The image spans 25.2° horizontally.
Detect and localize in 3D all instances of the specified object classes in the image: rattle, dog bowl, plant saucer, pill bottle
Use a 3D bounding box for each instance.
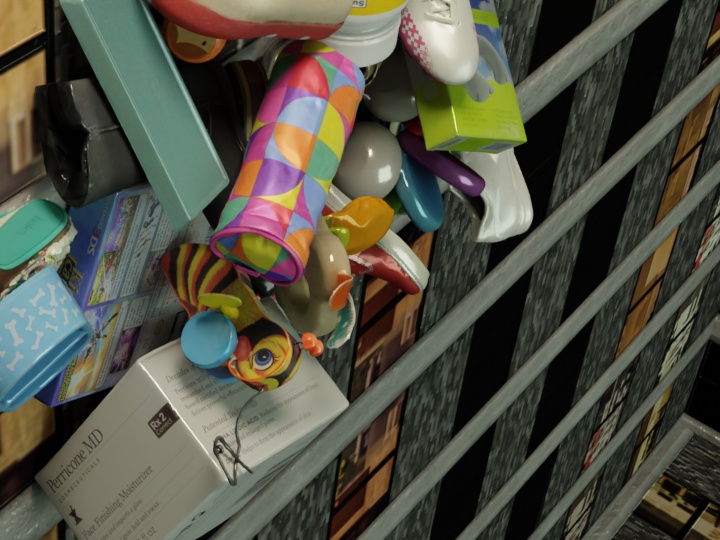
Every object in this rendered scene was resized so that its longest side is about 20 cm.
[{"bbox_3d":[0.000,0.000,1.427,0.141,0.200,0.132,5,93,-25],"label":"rattle"},{"bbox_3d":[-0.252,0.057,1.212,0.111,0.050,0.200,-43,179,-9],"label":"dog bowl"},{"bbox_3d":[-0.156,-0.131,1.205,0.070,0.019,0.201,-49,124,-42],"label":"plant saucer"},{"bbox_3d":[-0.005,-0.281,1.363,0.114,0.114,0.201,-41,151,-39],"label":"pill bottle"}]

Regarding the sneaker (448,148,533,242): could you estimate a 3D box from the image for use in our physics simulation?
[{"bbox_3d":[0.122,-0.128,1.764,0.088,0.202,0.075,-19,178,-35],"label":"sneaker"}]

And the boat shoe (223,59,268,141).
[{"bbox_3d":[-0.080,-0.123,1.418,0.067,0.073,0.201,-17,152,-7],"label":"boat shoe"}]

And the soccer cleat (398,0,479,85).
[{"bbox_3d":[0.059,-0.266,1.437,0.069,0.202,0.086,-15,166,-21],"label":"soccer cleat"}]

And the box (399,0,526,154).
[{"bbox_3d":[0.089,-0.215,1.543,0.121,0.047,0.202,-2,76,-51],"label":"box"}]

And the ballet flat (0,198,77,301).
[{"bbox_3d":[-0.283,0.014,1.174,0.199,0.075,0.064,-34,153,-44],"label":"ballet flat"}]

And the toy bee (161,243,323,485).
[{"bbox_3d":[-0.088,0.060,1.344,0.108,0.202,0.131,-23,178,7],"label":"toy bee"}]

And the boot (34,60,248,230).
[{"bbox_3d":[-0.157,-0.079,1.256,0.065,0.167,0.200,-21,-179,28],"label":"boot"}]

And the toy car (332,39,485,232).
[{"bbox_3d":[0.068,-0.129,1.643,0.202,0.149,0.175,-66,157,5],"label":"toy car"}]

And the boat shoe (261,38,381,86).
[{"bbox_3d":[-0.014,-0.197,1.496,0.200,0.071,0.076,-40,150,-40],"label":"boat shoe"}]

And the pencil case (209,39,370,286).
[{"bbox_3d":[-0.056,-0.087,1.283,0.089,0.087,0.202,81,23,-57],"label":"pencil case"}]

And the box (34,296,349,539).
[{"bbox_3d":[-0.151,0.153,1.457,0.199,0.131,0.199,-46,168,35],"label":"box"}]

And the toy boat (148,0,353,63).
[{"bbox_3d":[-0.105,-0.214,1.245,0.131,0.131,0.199,-44,165,25],"label":"toy boat"}]

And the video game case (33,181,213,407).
[{"bbox_3d":[-0.197,0.004,1.378,0.181,0.045,0.202,-17,132,-61],"label":"video game case"}]

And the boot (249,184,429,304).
[{"bbox_3d":[-0.036,0.002,1.589,0.199,0.072,0.145,35,83,-25],"label":"boot"}]
